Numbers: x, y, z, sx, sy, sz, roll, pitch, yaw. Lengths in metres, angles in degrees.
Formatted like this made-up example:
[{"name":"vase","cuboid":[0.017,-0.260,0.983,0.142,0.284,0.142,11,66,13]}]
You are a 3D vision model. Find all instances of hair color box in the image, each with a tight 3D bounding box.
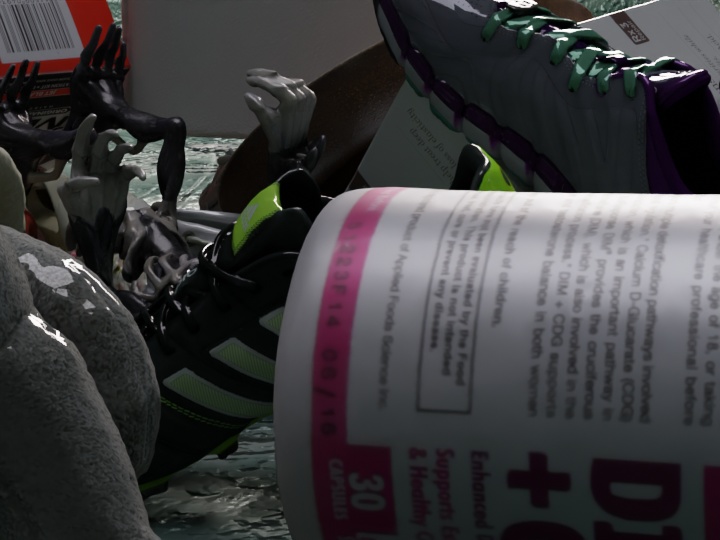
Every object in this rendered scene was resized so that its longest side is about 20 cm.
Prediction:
[{"name":"hair color box","cuboid":[-0.214,-0.079,1.021,0.101,0.062,0.200,-10,-21,-35]}]

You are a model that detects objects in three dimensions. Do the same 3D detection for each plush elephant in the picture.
[{"name":"plush elephant","cuboid":[-0.141,0.030,0.480,0.163,0.202,0.155,-12,-5,-16]}]

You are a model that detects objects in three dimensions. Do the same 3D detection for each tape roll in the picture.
[{"name":"tape roll","cuboid":[-0.027,-0.140,1.001,0.200,0.141,0.203,1,5,0]}]

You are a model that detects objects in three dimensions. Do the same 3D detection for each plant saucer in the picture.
[{"name":"plant saucer","cuboid":[0.029,-0.060,0.882,0.199,0.032,0.200,-24,-16,-7]}]

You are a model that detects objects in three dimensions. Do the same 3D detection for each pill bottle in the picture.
[{"name":"pill bottle","cuboid":[0.086,0.036,0.490,0.198,0.115,0.113,1,11,18]}]

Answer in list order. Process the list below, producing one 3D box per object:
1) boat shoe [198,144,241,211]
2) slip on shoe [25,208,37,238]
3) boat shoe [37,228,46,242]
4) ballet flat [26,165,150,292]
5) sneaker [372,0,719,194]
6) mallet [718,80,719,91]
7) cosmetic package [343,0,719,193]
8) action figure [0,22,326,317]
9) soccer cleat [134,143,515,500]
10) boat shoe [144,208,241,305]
[{"name":"boat shoe","cuboid":[-0.058,-0.036,1.013,0.071,0.069,0.200,0,11,11]},{"name":"slip on shoe","cuboid":[-0.156,0.015,0.777,0.061,0.075,0.200,12,12,-5]},{"name":"boat shoe","cuboid":[-0.244,-0.016,0.940,0.199,0.071,0.070,16,26,34]},{"name":"ballet flat","cuboid":[-0.142,-0.018,0.939,0.075,0.064,0.199,-29,24,-30]},{"name":"sneaker","cuboid":[0.088,-0.069,0.692,0.074,0.088,0.200,-25,68,-43]},{"name":"mallet","cuboid":[0.180,-0.015,0.727,0.065,0.041,0.201,4,41,1]},{"name":"cosmetic package","cuboid":[0.104,-0.042,0.800,0.199,0.081,0.113,-22,64,-43]},{"name":"action figure","cuboid":[-0.076,-0.029,0.753,0.118,0.103,0.200,-20,46,-39]},{"name":"soccer cleat","cuboid":[-0.037,0.015,0.600,0.198,0.082,0.068,-18,31,6]},{"name":"boat shoe","cuboid":[0.000,0.000,0.818,0.198,0.068,0.074,-2,11,1]}]
